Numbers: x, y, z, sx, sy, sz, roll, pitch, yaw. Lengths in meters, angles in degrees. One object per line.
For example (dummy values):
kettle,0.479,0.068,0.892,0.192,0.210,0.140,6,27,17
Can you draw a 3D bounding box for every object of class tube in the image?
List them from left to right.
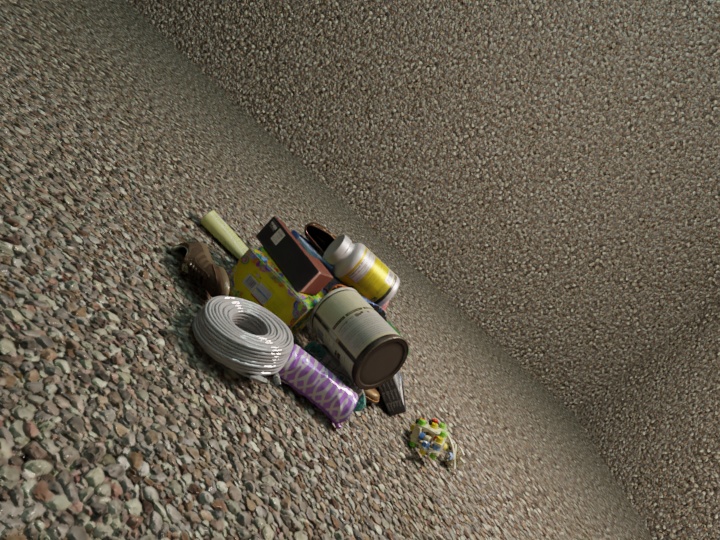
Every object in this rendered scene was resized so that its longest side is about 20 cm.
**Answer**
tube,-0.348,-0.074,1.399,0.200,0.052,0.058,46,55,-6

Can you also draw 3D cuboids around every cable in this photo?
cable,-0.230,0.126,1.019,0.200,0.069,0.200,26,16,-14

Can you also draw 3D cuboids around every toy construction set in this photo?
toy construction set,0.200,0.441,1.333,0.131,0.092,0.200,23,-13,45

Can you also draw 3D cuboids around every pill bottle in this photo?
pill bottle,0.000,0.000,1.373,0.200,0.112,0.112,42,13,-19

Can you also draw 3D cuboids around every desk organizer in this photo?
desk organizer,-0.159,-0.034,1.245,0.200,0.072,0.077,49,12,26

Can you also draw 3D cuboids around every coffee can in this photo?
coffee can,-0.006,0.152,1.188,0.146,0.146,0.200,28,12,-49

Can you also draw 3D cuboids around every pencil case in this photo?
pencil case,-0.098,0.242,1.096,0.200,0.084,0.086,39,53,-10

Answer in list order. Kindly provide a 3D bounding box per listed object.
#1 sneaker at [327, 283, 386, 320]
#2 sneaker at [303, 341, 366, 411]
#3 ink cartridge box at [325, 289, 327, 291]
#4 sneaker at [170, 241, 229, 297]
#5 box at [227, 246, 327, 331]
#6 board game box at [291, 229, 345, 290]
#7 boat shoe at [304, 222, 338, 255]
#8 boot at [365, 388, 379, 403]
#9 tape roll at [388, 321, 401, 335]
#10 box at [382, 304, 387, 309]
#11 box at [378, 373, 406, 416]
sneaker,-0.007,0.091,1.344,0.200,0.075,0.078,42,1,-26
sneaker,-0.050,0.248,1.237,0.200,0.078,0.091,50,11,17
ink cartridge box,-0.124,0.074,1.488,0.037,0.095,0.200,33,18,-42
sneaker,-0.351,0.005,1.121,0.075,0.071,0.200,-4,34,-38
box,-0.202,0.050,1.276,0.200,0.122,0.193,45,13,7
board game box,-0.100,-0.005,1.455,0.199,0.043,0.200,51,9,36
boat shoe,-0.078,-0.059,1.437,0.200,0.070,0.070,37,0,2
boot,-0.004,0.254,1.345,0.200,0.075,0.074,52,14,26
tape roll,0.078,0.223,1.727,0.200,0.048,0.200,41,13,-12
box,-0.017,0.090,1.628,0.200,0.103,0.095,27,13,4
box,0.066,0.264,1.393,0.158,0.050,0.200,-86,156,-73
